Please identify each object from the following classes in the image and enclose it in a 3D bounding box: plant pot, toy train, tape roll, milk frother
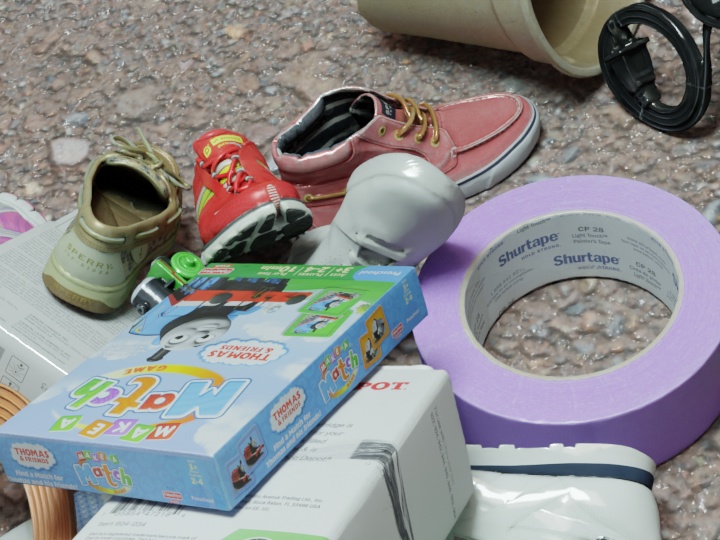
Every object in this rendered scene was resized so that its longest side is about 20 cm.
[{"bbox_3d":[0.094,-0.248,1.174,0.183,0.201,0.201,6,50,37],"label":"plant pot"},{"bbox_3d":[-0.064,0.063,0.966,0.200,0.042,0.056,40,39,11],"label":"toy train"},{"bbox_3d":[0.135,0.033,0.973,0.199,0.066,0.201,-9,46,9],"label":"tape roll"},{"bbox_3d":[0.293,-0.190,1.091,0.187,0.182,0.200,-3,3,-34],"label":"milk frother"}]

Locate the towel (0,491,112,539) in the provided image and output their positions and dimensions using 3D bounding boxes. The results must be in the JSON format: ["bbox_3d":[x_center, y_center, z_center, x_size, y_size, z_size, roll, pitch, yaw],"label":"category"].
[{"bbox_3d":[-0.131,0.181,0.928,0.199,0.024,0.147,-29,49,1],"label":"towel"}]

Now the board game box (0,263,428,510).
[{"bbox_3d":[-0.077,0.055,0.843,0.151,0.037,0.200,1,28,33],"label":"board game box"}]

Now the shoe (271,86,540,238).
[{"bbox_3d":[0.034,-0.093,1.100,0.199,0.091,0.072,-26,46,-7],"label":"shoe"}]

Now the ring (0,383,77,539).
[{"bbox_3d":[-0.225,0.166,0.918,0.200,0.019,0.202,-11,74,42],"label":"ring"}]

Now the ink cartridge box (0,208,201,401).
[{"bbox_3d":[-0.163,0.034,1.006,0.161,0.050,0.200,34,26,9],"label":"ink cartridge box"}]

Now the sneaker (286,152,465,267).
[{"bbox_3d":[0.000,0.000,0.985,0.075,0.200,0.089,29,59,-10],"label":"sneaker"}]

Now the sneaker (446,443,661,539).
[{"bbox_3d":[0.071,0.146,0.889,0.199,0.076,0.081,-6,67,19],"label":"sneaker"}]

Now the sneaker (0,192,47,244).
[{"bbox_3d":[-0.248,0.003,1.085,0.199,0.082,0.088,18,25,31],"label":"sneaker"}]

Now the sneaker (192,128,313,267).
[{"bbox_3d":[-0.087,-0.053,1.042,0.077,0.085,0.200,-21,7,-10],"label":"sneaker"}]

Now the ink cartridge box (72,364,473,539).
[{"bbox_3d":[-0.045,0.134,0.798,0.145,0.084,0.200,-2,26,28],"label":"ink cartridge box"}]

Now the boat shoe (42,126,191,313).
[{"bbox_3d":[-0.152,-0.043,1.029,0.073,0.063,0.200,23,27,-8],"label":"boat shoe"}]
